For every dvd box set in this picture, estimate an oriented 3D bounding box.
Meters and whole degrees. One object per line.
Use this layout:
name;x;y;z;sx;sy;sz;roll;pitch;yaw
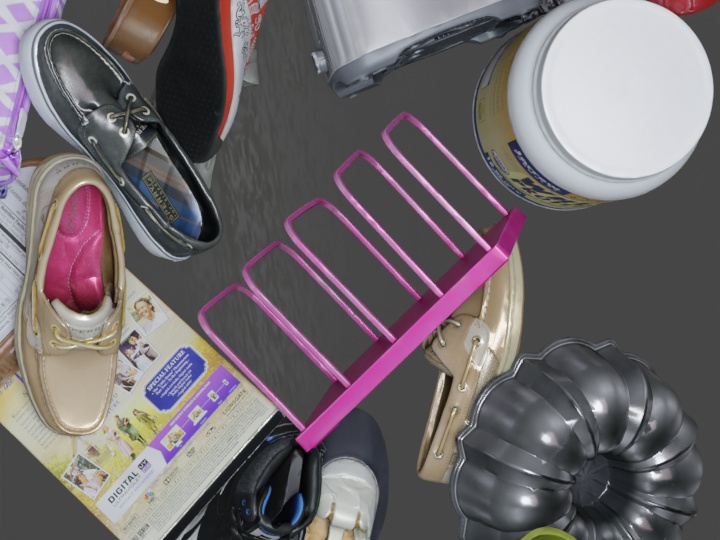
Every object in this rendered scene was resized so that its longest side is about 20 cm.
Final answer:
dvd box set;-0.173;0.092;1.385;0.200;0.029;0.146;40;84;17

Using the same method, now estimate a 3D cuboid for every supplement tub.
supplement tub;0.166;-0.120;1.391;0.143;0.200;0.146;0;88;-7

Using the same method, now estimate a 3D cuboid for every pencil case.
pencil case;-0.256;-0.158;1.368;0.085;0.084;0.202;-2;68;33

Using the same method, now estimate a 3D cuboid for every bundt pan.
bundt pan;0.169;0.154;1.415;0.200;0.076;0.204;-5;103;-23

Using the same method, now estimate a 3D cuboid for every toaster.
toaster;0.043;-0.221;1.421;0.199;0.114;0.130;-22;89;-6

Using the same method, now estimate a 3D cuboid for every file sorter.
file sorter;0.000;0.000;1.366;0.125;0.139;0.200;45;106;-2

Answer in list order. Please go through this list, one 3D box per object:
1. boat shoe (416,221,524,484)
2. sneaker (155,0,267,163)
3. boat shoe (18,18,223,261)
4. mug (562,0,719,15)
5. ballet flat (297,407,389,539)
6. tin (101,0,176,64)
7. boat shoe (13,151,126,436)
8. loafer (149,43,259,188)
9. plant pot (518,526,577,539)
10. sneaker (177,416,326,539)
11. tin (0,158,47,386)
boat shoe;0.081;0.061;1.440;0.064;0.071;0.202;7;89;-8
sneaker;-0.085;-0.179;1.355;0.067;0.108;0.203;24;126;28
boat shoe;-0.162;-0.094;1.348;0.069;0.056;0.201;-47;115;-29
mug;0.234;-0.280;1.443;0.199;0.133;0.178;-30;87;-12
ballet flat;-0.018;0.202;1.424;0.072;0.073;0.202;14;86;-7
tin;-0.129;-0.243;1.399;0.042;0.112;0.201;27;86;-16
boat shoe;-0.196;0.024;1.315;0.073;0.069;0.202;-7;105;-21
loafer;-0.105;-0.157;1.425;0.069;0.070;0.201;22;92;-14
plant pot;0.072;0.302;1.337;0.192;0.200;0.202;-22;92;29
sneaker;-0.088;0.200;1.388;0.073;0.112;0.201;23;85;-15
tin;-0.262;0.007;1.384;0.112;0.042;0.200;42;84;16
